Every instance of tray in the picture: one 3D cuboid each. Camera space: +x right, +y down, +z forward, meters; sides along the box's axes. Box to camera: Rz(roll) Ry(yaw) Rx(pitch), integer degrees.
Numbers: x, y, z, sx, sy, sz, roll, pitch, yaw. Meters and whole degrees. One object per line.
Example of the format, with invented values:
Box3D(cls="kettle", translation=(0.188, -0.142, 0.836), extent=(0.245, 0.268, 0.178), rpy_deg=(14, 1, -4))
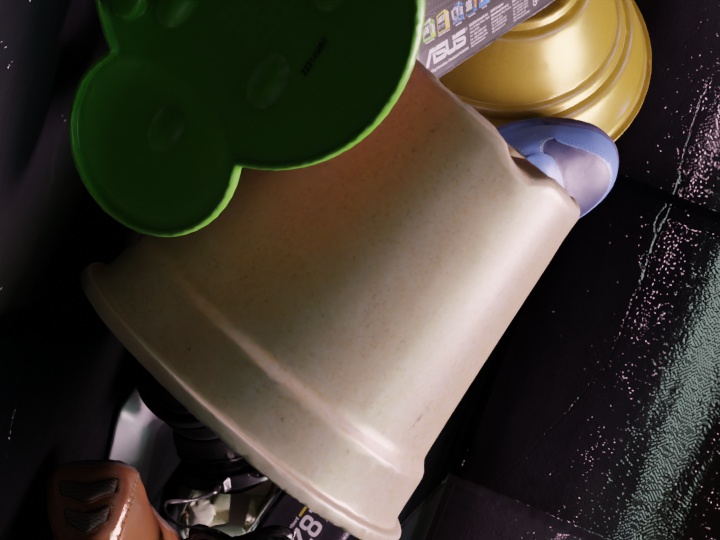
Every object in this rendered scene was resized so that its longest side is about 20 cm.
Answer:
Box3D(cls="tray", translation=(-0.105, 0.076, 1.332), extent=(0.200, 0.022, 0.108), rpy_deg=(-56, 163, -54))

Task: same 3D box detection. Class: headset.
Box3D(cls="headset", translation=(-0.069, 0.080, 1.235), extent=(0.201, 0.093, 0.124), rpy_deg=(-81, 159, -43))

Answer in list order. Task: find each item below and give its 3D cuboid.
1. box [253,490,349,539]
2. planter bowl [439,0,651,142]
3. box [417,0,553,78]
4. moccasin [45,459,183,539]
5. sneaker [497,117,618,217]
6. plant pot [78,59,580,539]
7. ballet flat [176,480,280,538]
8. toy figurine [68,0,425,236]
Box3D(cls="box", translation=(-0.031, 0.151, 1.319), extent=(0.200, 0.049, 0.161), rpy_deg=(-53, 177, -28))
Box3D(cls="planter bowl", translation=(0.086, -0.161, 1.341), extent=(0.084, 0.199, 0.201), rpy_deg=(97, 17, -58))
Box3D(cls="box", translation=(0.055, -0.222, 1.184), extent=(0.200, 0.047, 0.195), rpy_deg=(-38, 125, -47))
Box3D(cls="moccasin", translation=(-0.128, 0.170, 1.203), extent=(0.202, 0.073, 0.078), rpy_deg=(92, -3, -65))
Box3D(cls="sneaker", translation=(0.067, -0.031, 1.276), extent=(0.082, 0.198, 0.074), rpy_deg=(-131, -151, -54))
Box3D(cls="plant pot", translation=(0.000, -0.003, 1.054), extent=(0.184, 0.200, 0.200), rpy_deg=(-49, 172, 4))
Box3D(cls="ballet flat", translation=(-0.068, 0.125, 1.393), extent=(0.200, 0.067, 0.064), rpy_deg=(124, -23, -52))
Box3D(cls="toy figurine", translation=(-0.019, -0.120, 0.963), extent=(0.201, 0.150, 0.184), rpy_deg=(-55, 170, 28))
